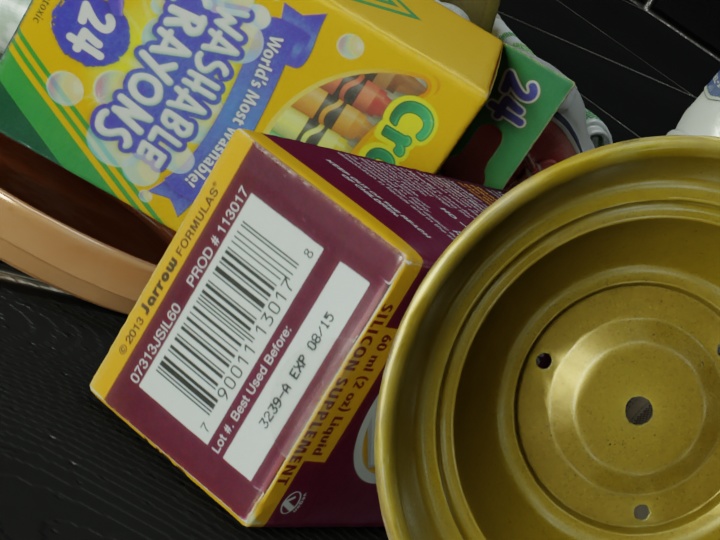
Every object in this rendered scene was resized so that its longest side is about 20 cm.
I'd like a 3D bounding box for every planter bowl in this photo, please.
[{"bbox_3d":[0.101,0.053,0.890,0.200,0.201,0.083,29,2,-6],"label":"planter bowl"}]

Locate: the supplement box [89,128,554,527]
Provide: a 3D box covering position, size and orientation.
[{"bbox_3d":[0.010,0.027,0.952,0.086,0.110,0.200,38,15,28],"label":"supplement box"}]

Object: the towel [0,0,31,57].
[{"bbox_3d":[-0.116,-0.095,1.164,0.171,0.048,0.200,21,-2,8],"label":"towel"}]

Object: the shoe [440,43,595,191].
[{"bbox_3d":[0.057,-0.027,1.112,0.071,0.091,0.200,10,-14,21],"label":"shoe"}]

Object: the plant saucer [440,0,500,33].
[{"bbox_3d":[-0.022,-0.171,1.388,0.200,0.049,0.200,14,-26,0],"label":"plant saucer"}]

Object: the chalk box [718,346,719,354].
[{"bbox_3d":[0.183,0.043,1.260,0.124,0.125,0.200,37,15,25],"label":"chalk box"}]

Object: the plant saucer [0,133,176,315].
[{"bbox_3d":[-0.127,-0.035,1.056,0.200,0.032,0.200,30,13,-8],"label":"plant saucer"}]

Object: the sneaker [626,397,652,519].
[{"bbox_3d":[0.123,0.085,1.052,0.075,0.071,0.200,5,29,-10],"label":"sneaker"}]

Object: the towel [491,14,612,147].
[{"bbox_3d":[0.093,-0.064,1.426,0.031,0.149,0.200,-14,36,-13],"label":"towel"}]

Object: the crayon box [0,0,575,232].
[{"bbox_3d":[-0.034,-0.067,1.019,0.200,0.126,0.052,29,32,-7],"label":"crayon box"}]

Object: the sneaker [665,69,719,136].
[{"bbox_3d":[0.221,-0.031,1.151,0.200,0.088,0.075,23,13,-36],"label":"sneaker"}]

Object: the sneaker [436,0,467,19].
[{"bbox_3d":[0.031,-0.089,1.274,0.087,0.075,0.200,-28,65,-25],"label":"sneaker"}]
